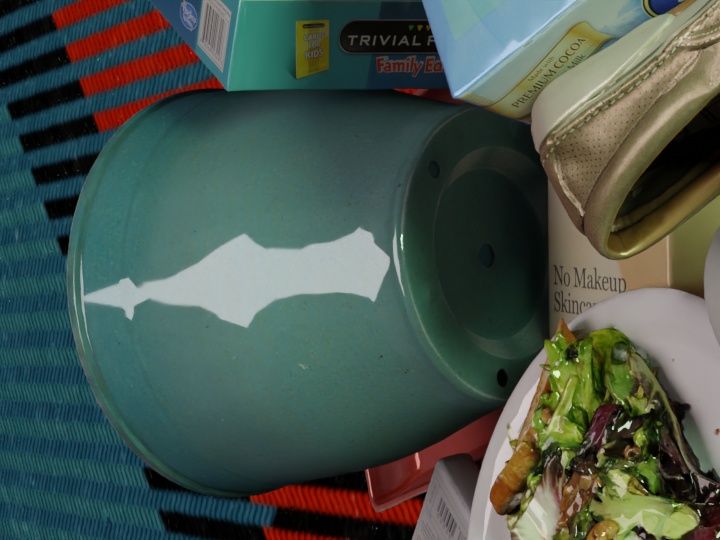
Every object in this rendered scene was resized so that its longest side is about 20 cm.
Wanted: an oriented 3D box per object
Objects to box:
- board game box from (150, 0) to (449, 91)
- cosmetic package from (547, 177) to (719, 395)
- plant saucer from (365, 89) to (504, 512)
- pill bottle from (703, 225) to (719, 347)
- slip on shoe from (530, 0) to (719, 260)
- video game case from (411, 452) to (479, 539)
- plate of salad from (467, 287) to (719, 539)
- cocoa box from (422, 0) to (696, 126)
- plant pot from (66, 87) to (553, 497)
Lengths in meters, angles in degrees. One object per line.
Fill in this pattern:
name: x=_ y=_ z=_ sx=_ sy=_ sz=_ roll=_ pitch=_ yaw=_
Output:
board game box: x=0.006 y=-0.136 z=1.129 sx=0.151 sy=0.199 sz=0.047 roll=-131 pitch=44 yaw=-52
cosmetic package: x=0.133 y=0.013 z=1.022 sx=0.105 sy=0.071 sz=0.201 roll=3 pitch=96 yaw=64
plant saucer: x=0.046 y=0.011 z=1.253 sx=0.200 sy=0.037 sz=0.200 roll=147 pitch=118 yaw=-61
pill bottle: x=0.205 y=-0.018 z=0.814 sx=0.200 sy=0.114 sz=0.115 roll=142 pitch=121 yaw=-60
slip on shoe: x=0.143 y=-0.075 z=0.816 sx=0.200 sy=0.076 sz=0.061 roll=-33 pitch=53 yaw=29
video game case: x=0.071 y=0.223 z=1.197 sx=0.200 sy=0.023 sz=0.183 roll=59 pitch=149 yaw=35
plate of salad: x=0.094 y=0.103 z=0.943 sx=0.200 sy=0.048 sz=0.201 roll=-28 pitch=55 yaw=49
cocoa box: x=0.125 y=-0.152 z=0.877 sx=0.200 sy=0.131 sz=0.134 roll=-38 pitch=55 yaw=34
plant pot: x=0.000 y=0.000 z=1.109 sx=0.188 sy=0.200 sz=0.201 roll=-9 pitch=84 yaw=44
